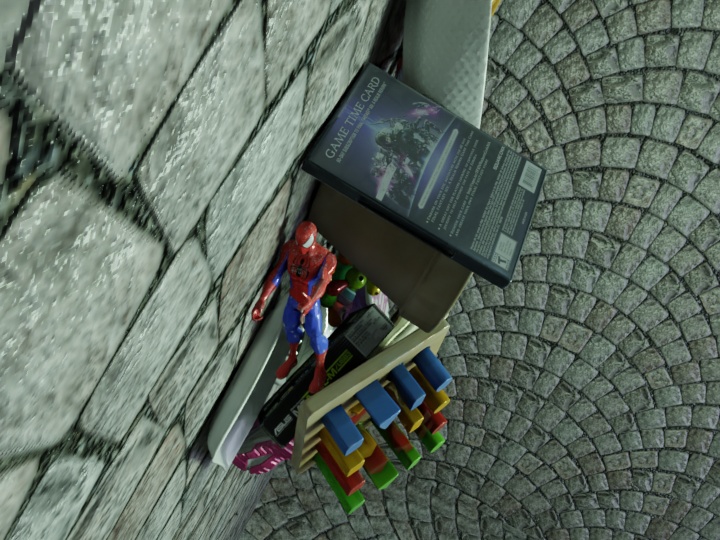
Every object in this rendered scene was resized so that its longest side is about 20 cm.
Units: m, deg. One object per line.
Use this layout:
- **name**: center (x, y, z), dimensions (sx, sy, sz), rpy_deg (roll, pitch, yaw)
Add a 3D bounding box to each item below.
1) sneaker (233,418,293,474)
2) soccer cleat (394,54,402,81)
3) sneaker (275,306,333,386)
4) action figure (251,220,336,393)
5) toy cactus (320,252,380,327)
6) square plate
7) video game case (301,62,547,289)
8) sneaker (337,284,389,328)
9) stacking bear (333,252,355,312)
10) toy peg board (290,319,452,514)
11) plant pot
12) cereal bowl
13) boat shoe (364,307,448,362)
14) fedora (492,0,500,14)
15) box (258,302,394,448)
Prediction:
- **sneaker**: center (-0.108, 0.236, 0.967), dimensions (0.082, 0.198, 0.089), rpy_deg (53, 30, -39)
- **soccer cleat**: center (0.060, -0.224, 0.799), dimensions (0.200, 0.076, 0.067), rpy_deg (-50, 151, 0)
- **sneaker**: center (-0.069, 0.098, 1.026), dimensions (0.075, 0.080, 0.202), rpy_deg (-8, 122, -85)
- **action figure**: center (-0.065, 0.050, 0.622), dimensions (0.099, 0.064, 0.202), rpy_deg (-53, 156, -50)
- **toy cactus**: center (0.000, 0.000, 0.873), dimensions (0.164, 0.103, 0.200), rpy_deg (-28, 178, -11)
- **square plate**: center (-0.125, 0.132, 0.763), dimensions (0.198, 0.028, 0.202), rpy_deg (110, 6, -69)
- **video game case**: center (0.064, -0.089, 0.576), dimensions (0.144, 0.198, 0.019), rpy_deg (-62, -177, -34)
- **sneaker**: center (0.001, 0.075, 1.028), dimensions (0.201, 0.087, 0.081), rpy_deg (81, 20, -53)
- **stacking bear**: center (0.019, -0.012, 1.094), dimensions (0.201, 0.113, 0.122), rpy_deg (-56, -177, 40)
- **toy peg board**: center (0.030, 0.182, 0.764), dimensions (0.199, 0.098, 0.200), rpy_deg (-29, 156, -25)
- **plant pot**: center (0.045, -0.061, 0.690), dimensions (0.202, 0.172, 0.200), rpy_deg (-62, 180, 0)
- **cereal bowl**: center (0.087, -0.232, 0.667), dimensions (0.200, 0.082, 0.203), rpy_deg (4, 90, -83)
- **boat shoe**: center (0.045, 0.110, 0.865), dimensions (0.200, 0.065, 0.072), rpy_deg (-49, -177, -23)
- **fedora**: center (0.155, -0.387, 0.858), dimensions (0.201, 0.081, 0.203), rpy_deg (26, 89, -88)
- **box**: center (-0.052, 0.134, 0.852), dimensions (0.200, 0.048, 0.193), rpy_deg (-46, -176, -11)
